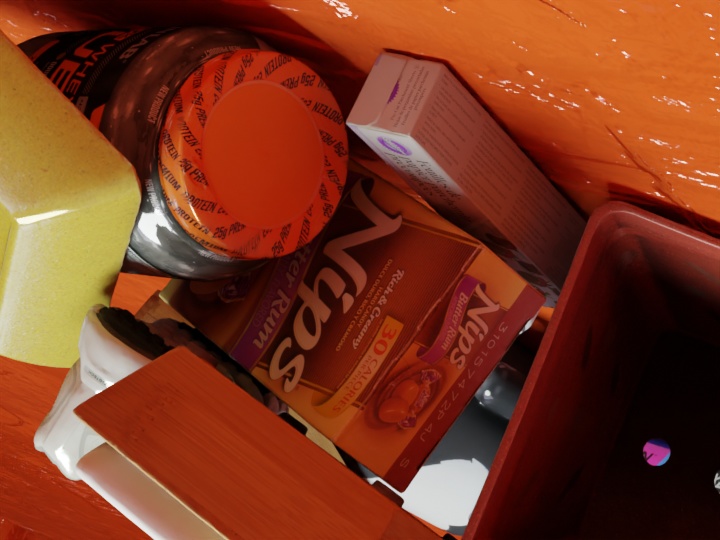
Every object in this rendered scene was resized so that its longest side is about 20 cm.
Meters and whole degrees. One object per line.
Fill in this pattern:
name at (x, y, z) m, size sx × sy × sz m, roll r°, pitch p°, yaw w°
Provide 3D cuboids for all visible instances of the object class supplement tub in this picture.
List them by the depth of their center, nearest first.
supplement tub at (-0.101, -0.058, 1.221) m, size 0.122 × 0.123 × 0.200 m, roll 34°, pitch 163°, yaw -33°

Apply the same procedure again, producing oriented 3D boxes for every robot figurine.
robot figurine at (0.051, 0.090, 1.502) m, size 0.200 × 0.125 × 0.150 m, roll 30°, pitch -168°, yaw -24°

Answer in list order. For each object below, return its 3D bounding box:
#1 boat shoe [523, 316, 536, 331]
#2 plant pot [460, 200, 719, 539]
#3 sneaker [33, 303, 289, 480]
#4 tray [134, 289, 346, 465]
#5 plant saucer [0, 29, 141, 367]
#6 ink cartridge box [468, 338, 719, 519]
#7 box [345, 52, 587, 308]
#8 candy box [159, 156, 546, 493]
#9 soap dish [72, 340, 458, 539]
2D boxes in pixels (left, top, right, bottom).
boat shoe at (0.000, 0.000, 1.383) m, size 0.199 × 0.066 × 0.072 m, roll 25°, pitch 166°, yaw -2°
plant pot at (0.180, 0.103, 1.228) m, size 0.199 × 0.201 × 0.176 m, roll 22°, pitch 177°, yaw 12°
sneaker at (-0.100, 0.070, 1.246) m, size 0.075 × 0.081 × 0.200 m, roll 35°, pitch -175°, yaw 23°
tray at (-0.057, 0.097, 1.446) m, size 0.098 × 0.037 × 0.200 m, roll 26°, pitch 157°, yaw 36°
plant saucer at (-0.200, -0.052, 1.193) m, size 0.200 × 0.048 × 0.200 m, roll 46°, pitch 152°, yaw 12°
ink cartridge box at (0.147, 0.115, 1.406) m, size 0.094 × 0.037 × 0.200 m, roll 18°, pitch 137°, yaw -19°
box at (0.062, -0.038, 1.194) m, size 0.039 × 0.042 × 0.200 m, roll 15°, pitch 164°, yaw 36°
candy box at (-0.008, 0.013, 1.224) m, size 0.056 × 0.117 × 0.200 m, roll 38°, pitch 178°, yaw -37°
soap dish at (-0.033, 0.117, 1.156) m, size 0.157 × 0.081 × 0.200 m, roll 35°, pitch 176°, yaw 21°
